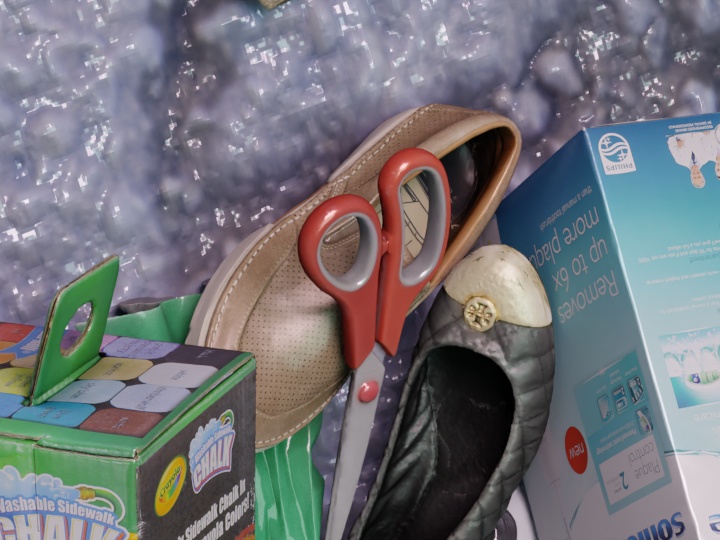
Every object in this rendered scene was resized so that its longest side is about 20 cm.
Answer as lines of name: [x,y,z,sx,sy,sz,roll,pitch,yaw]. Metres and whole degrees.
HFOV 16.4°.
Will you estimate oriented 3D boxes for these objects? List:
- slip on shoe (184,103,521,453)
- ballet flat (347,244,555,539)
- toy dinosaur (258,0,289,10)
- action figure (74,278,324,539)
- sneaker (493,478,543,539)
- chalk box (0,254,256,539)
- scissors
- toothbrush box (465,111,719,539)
slip on shoe: [0.000,0.000,1.076,0.200,0.061,0.076,-45,115,-32]
ballet flat: [0.036,0.085,1.084,0.057,0.066,0.200,-13,123,-62]
toy dinosaur: [-0.050,-0.164,1.074,0.200,0.058,0.101,-28,94,-26]
action figure: [-0.059,0.105,1.100,0.118,0.055,0.200,-13,99,-24]
sneaker: [0.103,0.180,1.173,0.115,0.075,0.200,-19,102,-18]
chalk box: [-0.118,0.095,0.994,0.124,0.125,0.200,5,107,18]
scissors: [0.009,0.038,1.055,0.073,0.014,0.200,-26,132,-27]
toothbrush box: [0.128,0.050,1.088,0.085,0.146,0.200,-9,76,-23]
